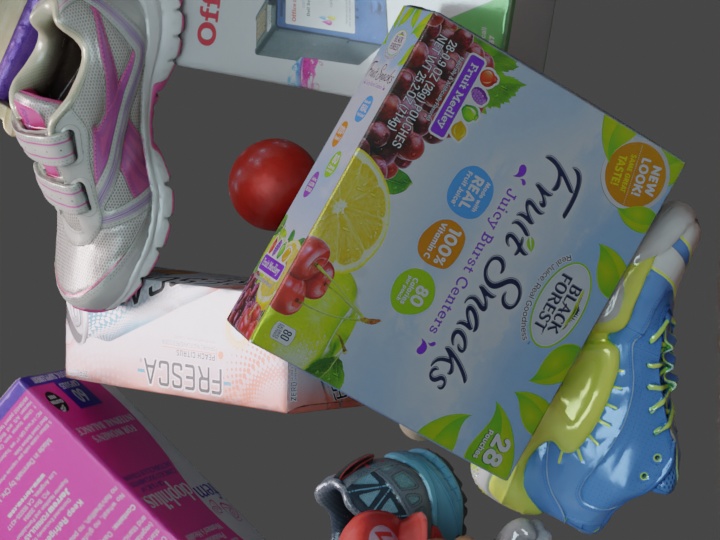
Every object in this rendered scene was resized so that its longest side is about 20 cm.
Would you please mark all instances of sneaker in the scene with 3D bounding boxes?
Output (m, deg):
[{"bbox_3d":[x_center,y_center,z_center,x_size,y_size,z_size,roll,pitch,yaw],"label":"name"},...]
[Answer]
[{"bbox_3d":[0.005,0.204,1.645,0.079,0.095,0.200,-4,87,53],"label":"sneaker"},{"bbox_3d":[0.153,0.062,1.611,0.105,0.076,0.200,34,105,-4],"label":"sneaker"},{"bbox_3d":[-0.161,-0.075,1.634,0.081,0.088,0.200,11,100,49],"label":"sneaker"}]

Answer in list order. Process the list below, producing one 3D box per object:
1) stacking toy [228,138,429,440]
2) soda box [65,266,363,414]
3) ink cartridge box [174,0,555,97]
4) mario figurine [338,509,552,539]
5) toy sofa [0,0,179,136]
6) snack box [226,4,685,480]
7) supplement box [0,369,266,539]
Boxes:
[{"bbox_3d":[0.000,0.000,1.656,0.085,0.085,0.200,-47,72,17],"label":"stacking toy"},{"bbox_3d":[-0.085,0.038,1.650,0.200,0.064,0.069,5,96,45],"label":"soda box"},{"bbox_3d":[0.006,-0.171,1.630,0.200,0.087,0.146,13,99,21],"label":"ink cartridge box"},{"bbox_3d":[0.073,0.186,1.572,0.200,0.123,0.106,31,90,-29],"label":"mario figurine"},{"bbox_3d":[-0.157,-0.174,1.692,0.097,0.083,0.200,29,103,17],"label":"toy sofa"},{"bbox_3d":[0.051,-0.015,1.542,0.168,0.068,0.200,30,91,-17],"label":"snack box"},{"bbox_3d":[-0.143,0.161,1.701,0.200,0.101,0.103,45,106,11],"label":"supplement box"}]
